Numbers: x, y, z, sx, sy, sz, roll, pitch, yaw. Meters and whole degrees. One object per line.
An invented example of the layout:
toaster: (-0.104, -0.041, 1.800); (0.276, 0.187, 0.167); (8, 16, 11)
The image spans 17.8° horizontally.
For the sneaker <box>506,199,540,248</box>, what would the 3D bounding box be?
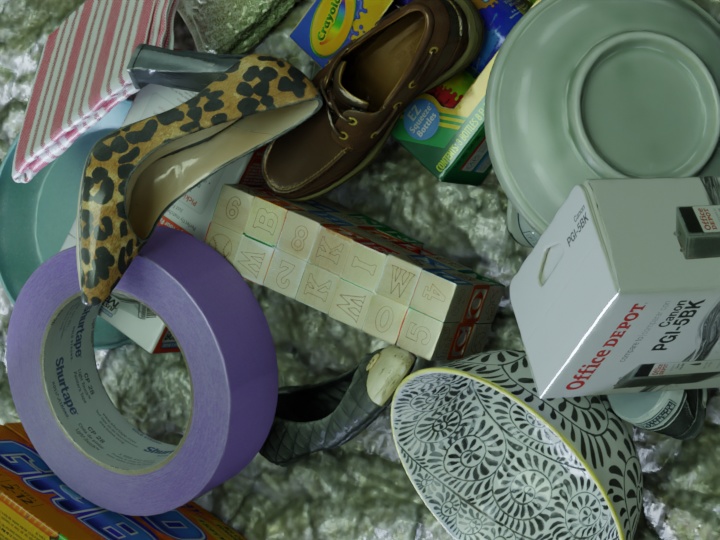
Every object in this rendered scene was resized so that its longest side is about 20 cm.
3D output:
sneaker: (0.149, -0.107, 1.594); (0.201, 0.073, 0.071); (-64, 23, -10)

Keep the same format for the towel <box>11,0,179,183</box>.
towel: (-0.193, -0.161, 1.742); (0.200, 0.030, 0.147); (-33, 36, 42)

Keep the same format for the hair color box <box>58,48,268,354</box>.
hair color box: (-0.138, -0.052, 1.717); (0.111, 0.064, 0.201); (34, 103, 22)

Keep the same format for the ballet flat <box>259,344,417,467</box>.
ballet flat: (-0.026, 0.094, 1.658); (0.057, 0.067, 0.200); (47, 142, -9)

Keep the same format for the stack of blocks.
stack of blocks: (0.000, 0.000, 1.653); (0.199, 0.115, 0.059); (24, 101, 25)

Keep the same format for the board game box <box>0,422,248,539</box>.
board game box: (-0.237, 0.251, 1.727); (0.199, 0.200, 0.201); (31, 103, 24)

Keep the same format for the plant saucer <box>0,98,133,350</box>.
plant saucer: (-0.201, -0.038, 1.804); (0.199, 0.036, 0.201); (-1, 89, 28)

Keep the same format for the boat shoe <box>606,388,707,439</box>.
boat shoe: (0.195, 0.024, 1.575); (0.073, 0.068, 0.200); (-37, 49, 27)

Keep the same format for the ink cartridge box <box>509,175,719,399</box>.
ink cartridge box: (0.213, 0.010, 1.449); (0.147, 0.199, 0.083); (118, 144, -56)

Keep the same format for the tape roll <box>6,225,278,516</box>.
tape roll: (-0.158, 0.071, 1.658); (0.199, 0.066, 0.201); (9, 109, 29)

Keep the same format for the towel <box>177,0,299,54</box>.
towel: (-0.078, -0.268, 1.743); (0.200, 0.036, 0.149); (-40, 73, 22)

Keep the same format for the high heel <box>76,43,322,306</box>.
high heel: (-0.112, -0.061, 1.568); (0.142, 0.071, 0.201); (9, 70, 18)

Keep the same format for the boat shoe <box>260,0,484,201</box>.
boat shoe: (-0.004, -0.124, 1.603); (0.200, 0.067, 0.072); (-42, 73, 25)

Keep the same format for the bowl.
bowl: (0.125, 0.122, 1.579); (0.200, 0.094, 0.201); (31, 144, 26)

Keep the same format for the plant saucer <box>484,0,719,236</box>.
plant saucer: (0.183, -0.102, 1.529); (0.199, 0.050, 0.202); (2, 80, -14)

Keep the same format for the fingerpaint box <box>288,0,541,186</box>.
fingerpaint box: (0.073, -0.190, 1.640); (0.167, 0.073, 0.200); (45, 108, 21)
